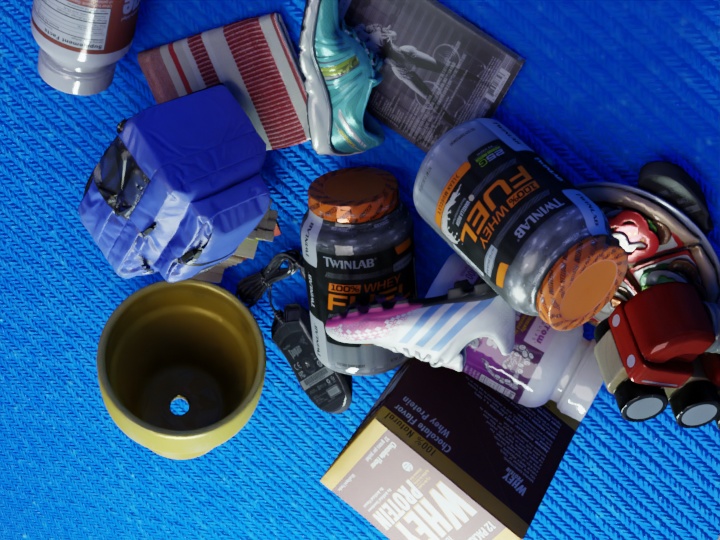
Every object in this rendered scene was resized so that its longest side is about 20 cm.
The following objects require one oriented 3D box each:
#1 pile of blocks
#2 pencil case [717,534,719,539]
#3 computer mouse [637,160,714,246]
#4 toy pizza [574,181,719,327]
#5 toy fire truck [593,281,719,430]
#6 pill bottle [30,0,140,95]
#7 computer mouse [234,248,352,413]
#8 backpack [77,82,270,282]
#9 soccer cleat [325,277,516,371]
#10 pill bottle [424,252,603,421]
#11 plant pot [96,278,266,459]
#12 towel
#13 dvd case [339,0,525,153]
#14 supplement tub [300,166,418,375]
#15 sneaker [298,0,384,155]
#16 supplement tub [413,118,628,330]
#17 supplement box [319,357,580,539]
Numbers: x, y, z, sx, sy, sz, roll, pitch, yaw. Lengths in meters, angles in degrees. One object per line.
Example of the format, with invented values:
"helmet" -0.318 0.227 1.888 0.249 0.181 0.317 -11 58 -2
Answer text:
"pile of blocks" -0.146 -0.044 1.426 0.062 0.083 0.199 12 155 -33
"pencil case" 0.473 0.329 1.292 0.199 0.086 0.083 28 99 11
"computer mouse" 0.329 -0.029 1.171 0.058 0.034 0.201 -16 119 46
"toy pizza" 0.256 0.000 1.204 0.199 0.032 0.201 22 140 20
"toy fire truck" 0.336 0.062 1.112 0.174 0.130 0.201 9 135 -23
"pill bottle" -0.289 -0.291 1.296 0.111 0.112 0.201 30 132 9
"computer mouse" -0.052 0.064 1.446 0.201 0.046 0.140 52 135 4
"backpack" -0.206 -0.073 1.314 0.200 0.162 0.169 -41 76 45
"soccer cleat" 0.059 0.064 1.213 0.198 0.070 0.087 -11 98 23
"pill bottle" 0.161 0.072 1.278 0.199 0.112 0.113 28 131 10
"plant pot" -0.219 0.140 1.496 0.200 0.201 0.189 32 152 7
"towel" -0.141 -0.194 1.335 0.198 0.023 0.145 -9 115 34
"dvd case" 0.048 -0.206 1.219 0.199 0.016 0.149 34 132 5
"supplement tub" 0.000 0.000 1.313 0.121 0.123 0.202 9 122 25
"sneaker" -0.016 -0.207 1.213 0.079 0.078 0.202 -1 127 9
"supplement tub" 0.150 -0.043 1.152 0.200 0.122 0.123 46 140 35
"supplement box" 0.101 0.196 1.338 0.197 0.200 0.133 39 132 1
